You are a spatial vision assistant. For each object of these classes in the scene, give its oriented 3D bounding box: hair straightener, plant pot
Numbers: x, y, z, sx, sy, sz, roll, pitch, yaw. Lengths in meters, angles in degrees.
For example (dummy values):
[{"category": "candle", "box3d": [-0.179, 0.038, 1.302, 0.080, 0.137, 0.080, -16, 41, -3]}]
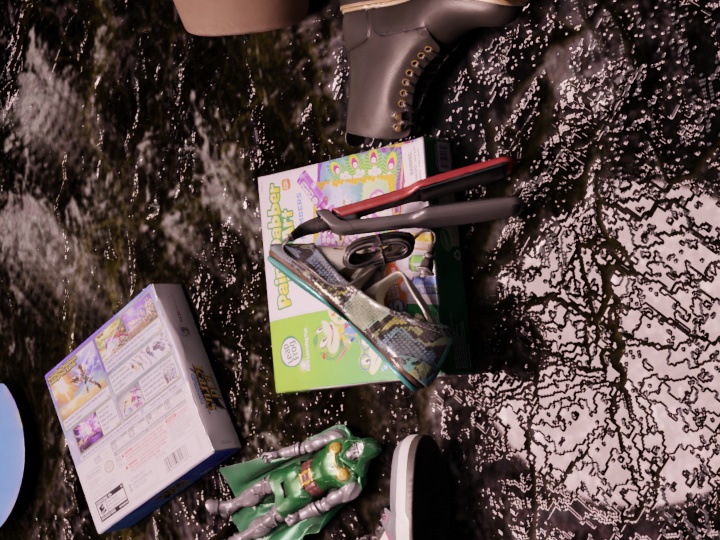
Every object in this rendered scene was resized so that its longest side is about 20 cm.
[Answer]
[{"category": "hair straightener", "box3d": [0.036, -0.032, 1.089, 0.198, 0.041, 0.078, -13, 72, -3]}, {"category": "plant pot", "box3d": [-0.114, -0.305, 1.215, 0.199, 0.200, 0.176, 10, 114, 40]}]

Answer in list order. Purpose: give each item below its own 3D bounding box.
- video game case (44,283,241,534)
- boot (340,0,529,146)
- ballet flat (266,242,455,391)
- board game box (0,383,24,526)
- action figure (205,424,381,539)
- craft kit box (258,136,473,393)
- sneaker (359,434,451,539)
[{"category": "video game case", "box3d": [-0.223, 0.140, 1.377, 0.200, 0.045, 0.182, -37, 68, 34]}, {"category": "boot", "box3d": [0.060, -0.170, 1.131, 0.199, 0.077, 0.140, 10, 100, 53]}, {"category": "ballet flat", "box3d": [0.004, 0.020, 1.129, 0.200, 0.074, 0.075, 40, 114, 31]}, {"category": "board game box", "box3d": [-0.438, 0.208, 1.567, 0.199, 0.039, 0.160, -2, 83, 35]}, {"category": "action figure", "box3d": [-0.057, 0.195, 1.234, 0.199, 0.054, 0.119, -34, 66, 31]}, {"category": "craft kit box", "box3d": [0.000, 0.000, 1.193, 0.197, 0.048, 0.202, -11, 82, 42]}, {"category": "sneaker", "box3d": [0.012, 0.236, 1.158, 0.120, 0.083, 0.202, 1, 91, 31]}]
